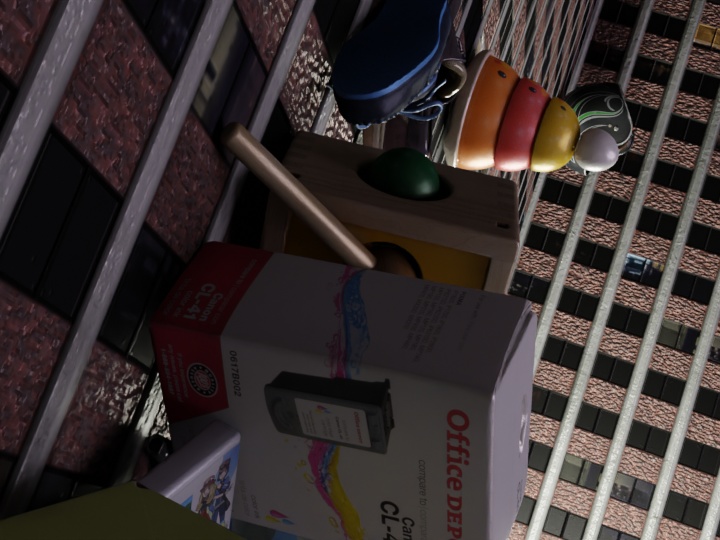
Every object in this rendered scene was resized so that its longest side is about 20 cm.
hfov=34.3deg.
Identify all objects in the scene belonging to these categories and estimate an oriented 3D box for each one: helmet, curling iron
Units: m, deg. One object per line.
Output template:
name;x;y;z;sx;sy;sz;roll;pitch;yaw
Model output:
helmet;0.544;-0.334;2.750;0.200;0.188;0.204;-17;90;-76
curling iron;-0.103;0.129;0.768;0.200;0.025;0.051;49;34;-71

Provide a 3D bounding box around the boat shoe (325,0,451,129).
boat shoe;0.036;-0.147;0.861;0.201;0.083;0.070;-54;148;-51

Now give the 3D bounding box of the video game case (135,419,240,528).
video game case;-0.137;0.199;0.609;0.199;0.022;0.185;-36;144;-49

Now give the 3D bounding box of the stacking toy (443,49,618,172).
stacking toy;0.207;-0.164;1.366;0.146;0.197;0.149;18;90;-79

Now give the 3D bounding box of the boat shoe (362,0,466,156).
boat shoe;0.059;-0.170;0.989;0.072;0.064;0.202;89;21;-54

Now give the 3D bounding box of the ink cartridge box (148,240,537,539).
ink cartridge box;-0.008;0.079;0.660;0.086;0.197;0.150;-55;149;-48

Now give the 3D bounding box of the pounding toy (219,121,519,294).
pounding toy;0.000;0.000;0.738;0.143;0.181;0.203;-76;178;-64

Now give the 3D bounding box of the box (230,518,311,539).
box;-0.057;0.205;0.758;0.201;0.121;0.048;-53;155;-8

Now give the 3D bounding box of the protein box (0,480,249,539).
protein box;-0.119;0.217;0.453;0.198;0.133;0.203;-1;110;-65
